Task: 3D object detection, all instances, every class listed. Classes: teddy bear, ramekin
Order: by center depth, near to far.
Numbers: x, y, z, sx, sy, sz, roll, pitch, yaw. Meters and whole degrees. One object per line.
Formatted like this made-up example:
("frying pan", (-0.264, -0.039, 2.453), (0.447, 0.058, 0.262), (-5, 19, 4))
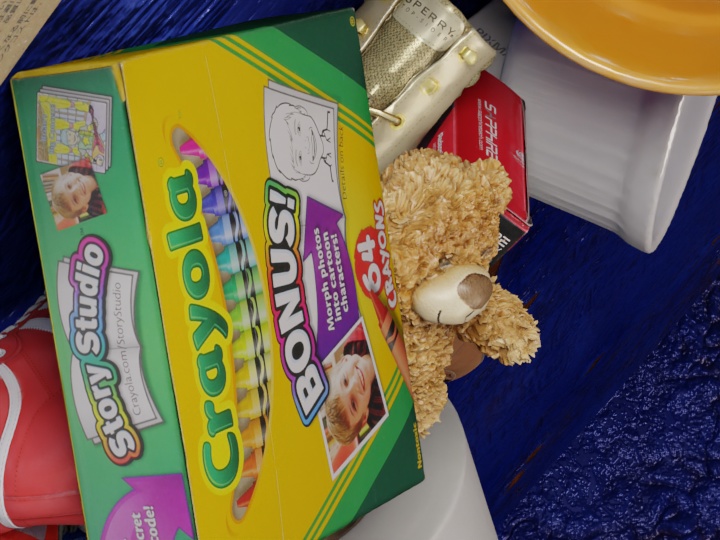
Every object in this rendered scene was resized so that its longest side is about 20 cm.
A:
("teddy bear", (0.010, 0.038, 1.173), (0.145, 0.067, 0.200), (22, 124, -36))
("ramekin", (0.141, -0.119, 1.386), (0.200, 0.097, 0.201), (19, 90, -80))

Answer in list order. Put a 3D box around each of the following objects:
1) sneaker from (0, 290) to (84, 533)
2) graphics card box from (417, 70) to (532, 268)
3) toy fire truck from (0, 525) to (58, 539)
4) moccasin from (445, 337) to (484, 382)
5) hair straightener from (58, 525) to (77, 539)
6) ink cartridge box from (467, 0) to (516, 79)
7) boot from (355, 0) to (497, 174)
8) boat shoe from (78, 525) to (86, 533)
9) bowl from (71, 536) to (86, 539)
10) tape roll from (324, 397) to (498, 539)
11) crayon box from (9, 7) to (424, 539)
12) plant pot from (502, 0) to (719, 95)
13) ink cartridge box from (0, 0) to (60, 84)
("sneaker", (-0.138, 0.044, 1.090), (0.200, 0.112, 0.072), (-90, 170, -63))
("graphics card box", (0.000, 0.000, 1.274), (0.200, 0.051, 0.126), (-46, -159, 26))
("toy fire truck", (-0.175, 0.149, 1.157), (0.141, 0.049, 0.200), (-89, -161, -45))
("moccasin", (0.035, 0.044, 1.702), (0.078, 0.074, 0.201), (-42, 170, 1))
("hair straightener", (-0.141, 0.100, 1.236), (0.200, 0.041, 0.077), (90, 12, -51))
("ink cartridge box", (0.059, -0.084, 1.455), (0.200, 0.050, 0.161), (-38, 164, -37))
("boot", (-0.014, -0.064, 1.169), (0.156, 0.073, 0.200), (-48, 173, 10))
("boat shoe", (-0.073, 0.072, 1.399), (0.200, 0.072, 0.060), (-39, -175, -5))
("bowl", (-0.205, 0.219, 1.375), (0.200, 0.039, 0.201), (-38, 169, -9))
("tape roll", (-0.023, 0.161, 1.435), (0.203, 0.202, 0.140), (-44, 136, -25))
("crayon box", (-0.050, 0.009, 1.010), (0.058, 0.201, 0.172), (-5, -171, 29))
("plant pot", (0.156, -0.204, 1.137), (0.201, 0.200, 0.183), (-57, -179, 32))
("ink cartridge box", (-0.160, -0.059, 0.667), (0.200, 0.075, 0.165), (-52, 167, 13))
